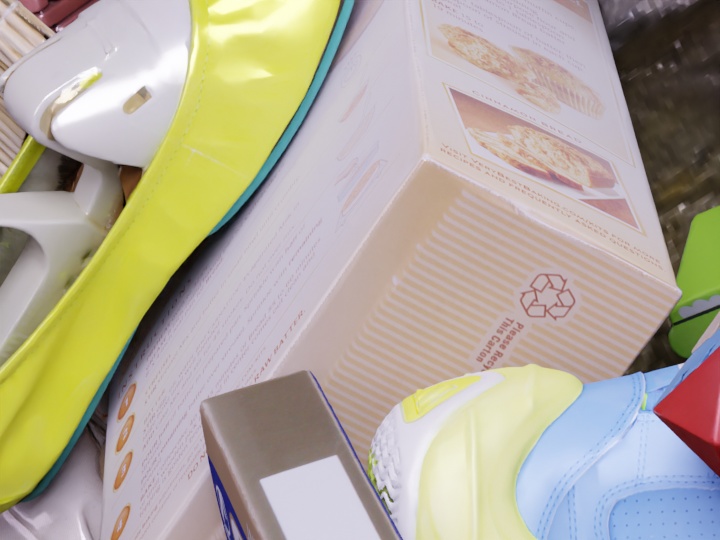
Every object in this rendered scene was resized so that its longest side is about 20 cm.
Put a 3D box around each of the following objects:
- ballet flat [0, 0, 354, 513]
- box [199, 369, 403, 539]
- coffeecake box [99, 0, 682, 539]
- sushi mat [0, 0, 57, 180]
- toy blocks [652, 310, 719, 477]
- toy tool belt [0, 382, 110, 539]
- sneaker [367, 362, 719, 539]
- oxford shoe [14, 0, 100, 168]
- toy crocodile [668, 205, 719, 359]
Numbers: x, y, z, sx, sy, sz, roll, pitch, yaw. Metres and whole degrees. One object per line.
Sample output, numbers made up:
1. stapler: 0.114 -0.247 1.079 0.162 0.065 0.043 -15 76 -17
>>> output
1. ballet flat: -0.073 -0.020 0.763 0.200 0.067 0.067 -57 42 18
2. box: 0.010 0.136 0.659 0.121 0.032 0.200 -122 16 -63
3. coffeecake box: 0.000 0.000 0.773 0.154 0.073 0.200 -56 18 23
4. sushi mat: -0.159 -0.092 0.829 0.200 0.012 0.096 41 146 19
5. toy blocks: 0.148 0.043 0.631 0.200 0.137 0.100 44 124 0
6. toy tool belt: -0.066 0.087 0.872 0.200 0.123 0.125 37 114 25
7. sneaker: 0.076 0.110 0.668 0.105 0.076 0.200 -17 107 5
8. oxford shoe: -0.100 -0.107 0.813 0.075 0.070 0.200 -2 113 36
9. toy crocodile: 0.159 -0.022 0.727 0.200 0.062 0.068 -27 31 35
